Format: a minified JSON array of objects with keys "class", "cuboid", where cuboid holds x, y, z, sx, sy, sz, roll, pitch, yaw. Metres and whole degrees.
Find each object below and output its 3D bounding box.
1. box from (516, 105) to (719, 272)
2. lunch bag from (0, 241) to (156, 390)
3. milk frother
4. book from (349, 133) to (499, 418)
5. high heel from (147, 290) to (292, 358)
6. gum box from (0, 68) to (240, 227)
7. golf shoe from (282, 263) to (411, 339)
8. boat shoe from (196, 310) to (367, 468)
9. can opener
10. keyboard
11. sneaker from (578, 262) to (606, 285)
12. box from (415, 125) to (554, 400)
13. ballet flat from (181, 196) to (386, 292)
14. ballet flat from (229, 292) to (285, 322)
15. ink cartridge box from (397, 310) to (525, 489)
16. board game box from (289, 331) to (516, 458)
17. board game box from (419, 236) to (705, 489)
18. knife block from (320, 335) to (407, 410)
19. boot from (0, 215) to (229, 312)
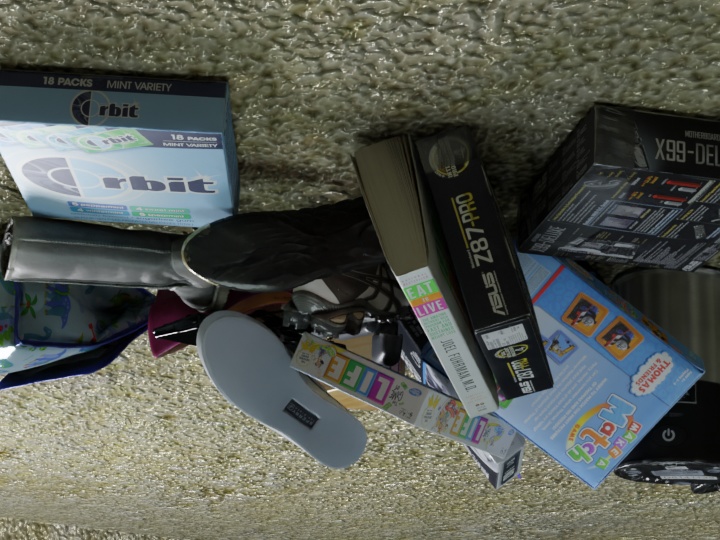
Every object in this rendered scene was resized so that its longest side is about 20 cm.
[{"class":"box","cuboid":[0.223,-0.057,1.125,0.157,0.050,0.200,6,161,-8]},{"class":"lunch bag","cuboid":[-0.322,0.048,1.437,0.170,0.128,0.200,-12,169,33]},{"class":"milk frother","cuboid":[0.329,0.115,1.408,0.180,0.188,0.200,3,162,3]},{"class":"book","cuboid":[0.056,0.010,1.133,0.048,0.134,0.200,-19,140,8]},{"class":"high heel","cuboid":[-0.105,0.041,1.403,0.200,0.096,0.067,3,161,1]},{"class":"gum box","cuboid":[-0.181,-0.088,1.109,0.170,0.045,0.200,4,161,-1]},{"class":"golf shoe","cuboid":[0.000,0.000,1.305,0.078,0.095,0.200,9,-169,19]},{"class":"boat shoe","cuboid":[-0.079,0.099,1.320,0.202,0.075,0.086,40,177,-28]},{"class":"can opener","cuboid":[-0.005,0.065,1.449,0.053,0.067,0.200,4,173,-18]},{"class":"keyboard","cuboid":[-0.092,0.055,1.385,0.104,0.040,0.200,-12,162,41]},{"class":"sneaker","cuboid":[0.152,0.018,1.346,0.200,0.073,0.112,8,159,-41]},{"class":"box","cuboid":[0.101,-0.001,1.137,0.049,0.161,0.200,-16,159,7]},{"class":"ballet flat","cuboid":[-0.051,-0.021,1.191,0.200,0.067,0.057,-8,-167,-21]},{"class":"ballet flat","cuboid":[-0.092,0.061,1.536,0.072,0.068,0.200,-17,157,-1]},{"class":"ink cartridge box","cuboid":[0.099,0.129,1.501,0.043,0.198,0.200,-33,162,-6]},{"class":"board game box","cuboid":[0.042,0.113,1.297,0.134,0.034,0.200,22,177,31]},{"class":"board game box","cuboid":[0.177,0.078,1.287,0.200,0.151,0.037,38,-161,-4]},{"class":"knife block","cuboid":[-0.036,0.118,1.672,0.175,0.064,0.200,1,162,4]},{"class":"boot","cuboid":[-0.214,-0.004,1.279,0.200,0.073,0.182,-5,163,-16]}]
